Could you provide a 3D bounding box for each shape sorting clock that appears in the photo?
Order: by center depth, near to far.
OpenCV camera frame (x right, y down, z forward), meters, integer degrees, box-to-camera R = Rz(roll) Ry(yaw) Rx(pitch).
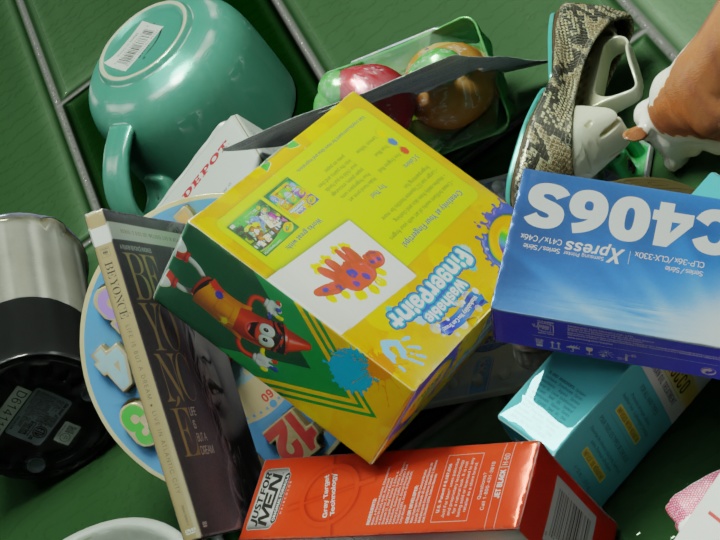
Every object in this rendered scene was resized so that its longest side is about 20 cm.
[{"bbox_3d":[-0.090,0.049,1.370,0.200,0.200,0.039,-30,2,13],"label":"shape sorting clock"}]

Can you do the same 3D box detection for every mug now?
[{"bbox_3d":[-0.144,-0.138,1.693,0.152,0.114,0.185,-26,38,18],"label":"mug"}]

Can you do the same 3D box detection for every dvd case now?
[{"bbox_3d":[-0.105,0.062,1.275,0.016,0.149,0.201,-20,82,13],"label":"dvd case"}]

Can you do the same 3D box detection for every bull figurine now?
[{"bbox_3d":[0.250,-0.125,1.328,0.121,0.200,0.065,39,37,20],"label":"bull figurine"}]

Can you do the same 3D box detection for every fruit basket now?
[{"bbox_3d":[0.021,-0.125,1.476,0.185,0.200,0.094,-20,81,26],"label":"fruit basket"}]

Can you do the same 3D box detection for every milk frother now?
[{"bbox_3d":[-0.300,0.048,1.567,0.180,0.200,0.188,-37,36,11],"label":"milk frother"}]

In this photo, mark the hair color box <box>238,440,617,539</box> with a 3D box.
[{"bbox_3d":[0.039,0.155,1.239,0.200,0.102,0.061,-8,51,35],"label":"hair color box"}]

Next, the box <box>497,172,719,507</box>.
[{"bbox_3d":[0.174,0.044,1.247,0.200,0.082,0.049,-48,51,-10],"label":"box"}]

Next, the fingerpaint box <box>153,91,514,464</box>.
[{"bbox_3d":[0.000,0.000,1.279,0.200,0.167,0.073,-44,-13,-50],"label":"fingerpaint box"}]

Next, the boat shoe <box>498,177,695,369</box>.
[{"bbox_3d":[0.149,0.000,1.299,0.072,0.066,0.201,24,34,29],"label":"boat shoe"}]

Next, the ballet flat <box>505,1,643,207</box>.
[{"bbox_3d":[0.151,-0.112,1.415,0.075,0.068,0.200,-1,45,21],"label":"ballet flat"}]

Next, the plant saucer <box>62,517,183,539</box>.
[{"bbox_3d":[-0.173,0.256,1.361,0.200,0.050,0.200,-23,40,21],"label":"plant saucer"}]

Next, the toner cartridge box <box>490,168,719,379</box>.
[{"bbox_3d":[0.180,0.006,1.182,0.199,0.043,0.095,9,64,11],"label":"toner cartridge box"}]

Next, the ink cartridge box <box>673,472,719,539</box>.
[{"bbox_3d":[0.201,0.184,1.056,0.200,0.067,0.116,-56,36,4],"label":"ink cartridge box"}]

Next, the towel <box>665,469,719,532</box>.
[{"bbox_3d":[0.261,0.146,1.114,0.146,0.030,0.200,-37,37,5],"label":"towel"}]

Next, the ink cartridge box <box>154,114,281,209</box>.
[{"bbox_3d":[-0.077,0.003,1.486,0.146,0.083,0.200,-51,34,14],"label":"ink cartridge box"}]

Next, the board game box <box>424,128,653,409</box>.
[{"bbox_3d":[0.092,0.000,1.417,0.200,0.026,0.200,-13,44,32],"label":"board game box"}]
